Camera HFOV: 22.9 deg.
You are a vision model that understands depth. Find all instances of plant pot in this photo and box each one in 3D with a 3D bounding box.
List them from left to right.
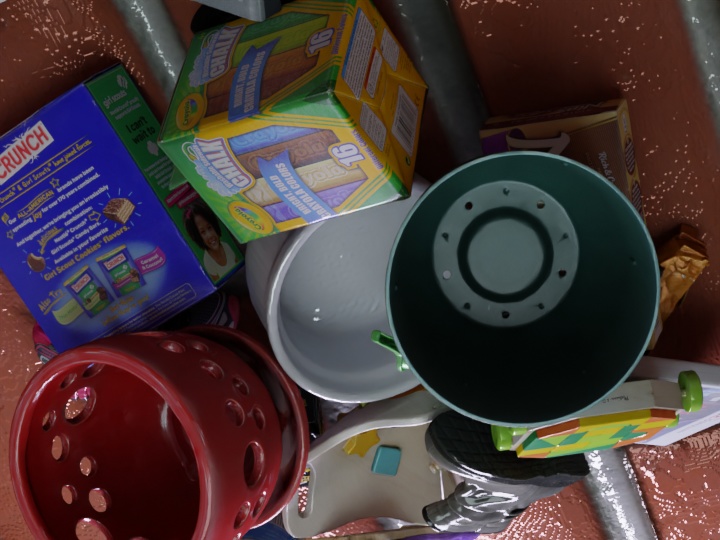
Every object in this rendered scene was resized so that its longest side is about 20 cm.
[{"bbox_3d":[-0.155,0.140,1.434,0.199,0.182,0.202,6,104,27],"label":"plant pot"},{"bbox_3d":[0.116,0.002,1.351,0.199,0.161,0.202,0,99,0],"label":"plant pot"}]

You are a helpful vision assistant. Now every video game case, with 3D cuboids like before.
[{"bbox_3d":[0.237,0.115,1.541,0.199,0.023,0.182,8,157,-25],"label":"video game case"}]

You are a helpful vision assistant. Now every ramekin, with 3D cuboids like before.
[{"bbox_3d":[0.000,0.000,1.476,0.199,0.098,0.202,-11,121,-20],"label":"ramekin"}]

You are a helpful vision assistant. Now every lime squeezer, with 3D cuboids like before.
[{"bbox_3d":[0.059,0.074,1.437,0.199,0.071,0.038,21,100,-41],"label":"lime squeezer"}]

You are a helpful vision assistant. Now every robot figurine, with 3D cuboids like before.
[{"bbox_3d":[0.206,0.031,1.546,0.144,0.058,0.200,27,123,-14],"label":"robot figurine"}]

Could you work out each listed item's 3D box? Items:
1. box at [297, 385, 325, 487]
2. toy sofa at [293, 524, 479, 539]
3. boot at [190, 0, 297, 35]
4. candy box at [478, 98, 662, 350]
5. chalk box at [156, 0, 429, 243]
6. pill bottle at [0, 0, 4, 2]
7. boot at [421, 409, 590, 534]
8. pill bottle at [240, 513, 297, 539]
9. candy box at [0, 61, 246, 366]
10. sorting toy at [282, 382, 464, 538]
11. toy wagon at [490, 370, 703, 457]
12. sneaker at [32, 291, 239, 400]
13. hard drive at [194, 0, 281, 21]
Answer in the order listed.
[{"bbox_3d":[-0.132,0.156,1.624,0.198,0.050,0.160,-5,154,1],"label":"box"},{"bbox_3d":[0.032,0.282,1.654,0.097,0.084,0.199,-8,173,33],"label":"toy sofa"},{"bbox_3d":[-0.016,-0.186,1.403,0.199,0.078,0.139,-15,129,32],"label":"boot"},{"bbox_3d":[0.174,-0.032,1.454,0.116,0.056,0.202,-6,105,19],"label":"candy box"},{"bbox_3d":[-0.067,-0.114,1.352,0.199,0.125,0.124,-14,135,27],"label":"chalk box"},{"bbox_3d":[-0.257,-0.276,1.269,0.119,0.201,0.120,2,127,3],"label":"pill bottle"},{"bbox_3d":[0.098,0.188,1.534,0.199,0.068,0.131,15,133,-45],"label":"boot"},{"bbox_3d":[-0.114,0.321,1.700,0.111,0.201,0.113,3,127,3],"label":"pill bottle"},{"bbox_3d":[-0.221,-0.042,1.481,0.168,0.077,0.201,-29,99,25],"label":"candy box"},{"bbox_3d":[0.006,0.164,1.569,0.179,0.107,0.201,-29,147,-14],"label":"sorting toy"},{"bbox_3d":[0.185,0.122,1.440,0.154,0.040,0.200,-7,165,-7],"label":"toy wagon"},{"bbox_3d":[-0.200,0.059,1.585,0.199,0.081,0.075,-17,128,17],"label":"sneaker"},{"bbox_3d":[-0.123,-0.295,1.303,0.139,0.033,0.201,23,132,34],"label":"hard drive"}]
